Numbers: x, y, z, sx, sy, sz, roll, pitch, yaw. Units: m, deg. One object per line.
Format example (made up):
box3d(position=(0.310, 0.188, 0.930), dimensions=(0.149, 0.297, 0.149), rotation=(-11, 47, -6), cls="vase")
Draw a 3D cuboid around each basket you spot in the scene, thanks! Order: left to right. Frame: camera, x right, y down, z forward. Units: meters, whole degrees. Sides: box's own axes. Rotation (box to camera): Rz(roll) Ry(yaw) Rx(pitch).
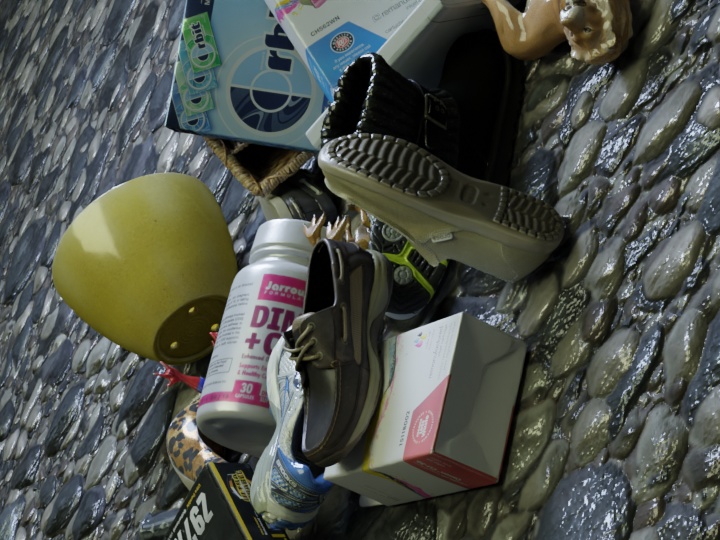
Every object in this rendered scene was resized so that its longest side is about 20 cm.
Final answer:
box3d(position=(-0.084, -0.201, 1.717), dimensions=(0.200, 0.143, 0.149), rotation=(-39, 25, 6), cls="basket")

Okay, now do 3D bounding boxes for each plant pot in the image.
box3d(position=(-0.208, 0.017, 1.809), dimensions=(0.200, 0.200, 0.142), rotation=(-55, 52, 22), cls="plant pot")

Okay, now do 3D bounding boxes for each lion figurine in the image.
box3d(position=(0.159, -0.213, 1.395), dimensions=(0.200, 0.072, 0.123), rotation=(160, 103, -71), cls="lion figurine")

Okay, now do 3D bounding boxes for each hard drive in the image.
box3d(position=(0.050, -0.188, 1.538), dimensions=(0.200, 0.132, 0.027), rotation=(-45, 74, 38), cls="hard drive")

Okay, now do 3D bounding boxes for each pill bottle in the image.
box3d(position=(-0.073, 0.062, 1.547), dimensions=(0.113, 0.113, 0.200), rotation=(-26, 45, 55), cls="pill bottle")

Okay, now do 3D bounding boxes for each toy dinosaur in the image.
box3d(position=(0.000, 0.000, 1.506), dimensions=(0.060, 0.106, 0.200), rotation=(-24, 40, 39), cls="toy dinosaur")

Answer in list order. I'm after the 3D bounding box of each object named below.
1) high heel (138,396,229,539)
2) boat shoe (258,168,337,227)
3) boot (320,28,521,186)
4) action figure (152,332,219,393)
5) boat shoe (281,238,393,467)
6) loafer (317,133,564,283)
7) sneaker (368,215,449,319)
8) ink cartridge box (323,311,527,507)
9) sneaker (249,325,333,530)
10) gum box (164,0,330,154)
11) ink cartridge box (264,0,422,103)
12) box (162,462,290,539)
box3d(position=(-0.123, 0.179, 1.636), dimensions=(0.142, 0.071, 0.200), rotation=(-16, 35, 30), cls="high heel")
box3d(position=(-0.070, -0.074, 1.762), dimensions=(0.063, 0.073, 0.200), rotation=(-21, 20, -7), cls="boat shoe")
box3d(position=(0.052, -0.147, 1.434), dimensions=(0.079, 0.158, 0.211), rotation=(-39, 35, 44), cls="boot")
box3d(position=(-0.123, 0.064, 1.641), dimensions=(0.065, 0.099, 0.200), rotation=(-18, 45, 61), cls="action figure")
box3d(position=(-0.028, 0.062, 1.342), dimensions=(0.074, 0.073, 0.200), rotation=(-38, 34, 44), cls="boat shoe")
box3d(position=(0.056, -0.043, 1.313), dimensions=(0.076, 0.200, 0.068), rotation=(-55, -14, -53), cls="loafer")
box3d(position=(0.044, -0.041, 1.486), dimensions=(0.076, 0.075, 0.200), rotation=(95, 180, -59), cls="sneaker")
box3d(position=(0.038, 0.115, 1.329), dimensions=(0.200, 0.067, 0.117), rotation=(-25, 45, 56), cls="ink cartridge box")
box3d(position=(-0.034, 0.116, 1.422), dimensions=(0.085, 0.077, 0.200), rotation=(-47, 30, 49), cls="sneaker")
box3d(position=(-0.079, -0.207, 1.663), dimensions=(0.045, 0.200, 0.170), rotation=(14, -94, -80), cls="gum box")
box3d(position=(-0.015, -0.273, 1.590), dimensions=(0.144, 0.200, 0.085), rotation=(-32, -16, -1), cls="ink cartridge box")
box3d(position=(-0.122, 0.286, 1.431), dimensions=(0.200, 0.049, 0.160), rotation=(-60, 42, 29), cls="box")
